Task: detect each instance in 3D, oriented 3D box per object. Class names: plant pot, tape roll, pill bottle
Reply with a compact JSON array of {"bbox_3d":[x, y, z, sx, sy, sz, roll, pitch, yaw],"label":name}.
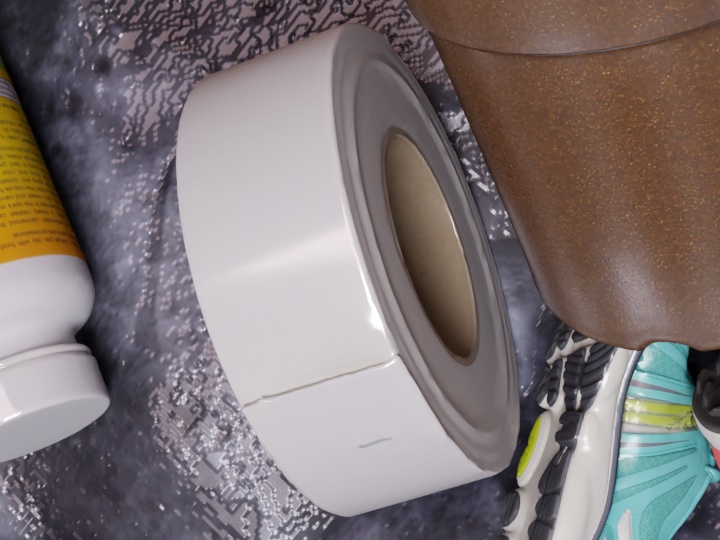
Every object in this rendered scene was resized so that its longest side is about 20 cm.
[{"bbox_3d":[0.116,-0.089,0.676,0.200,0.200,0.198,-6,125,20],"label":"plant pot"},{"bbox_3d":[0.000,0.000,0.738,0.071,0.202,0.203,-18,79,17],"label":"tape roll"},{"bbox_3d":[-0.198,-0.010,0.860,0.111,0.111,0.200,-29,75,15],"label":"pill bottle"}]

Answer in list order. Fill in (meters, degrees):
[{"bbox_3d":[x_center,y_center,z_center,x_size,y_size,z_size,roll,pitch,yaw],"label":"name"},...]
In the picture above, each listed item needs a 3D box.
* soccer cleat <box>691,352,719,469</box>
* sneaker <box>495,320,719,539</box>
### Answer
[{"bbox_3d":[0.236,0.032,0.728,0.200,0.073,0.068,-31,30,0],"label":"soccer cleat"},{"bbox_3d":[0.120,0.069,0.765,0.080,0.078,0.200,21,82,-16],"label":"sneaker"}]
